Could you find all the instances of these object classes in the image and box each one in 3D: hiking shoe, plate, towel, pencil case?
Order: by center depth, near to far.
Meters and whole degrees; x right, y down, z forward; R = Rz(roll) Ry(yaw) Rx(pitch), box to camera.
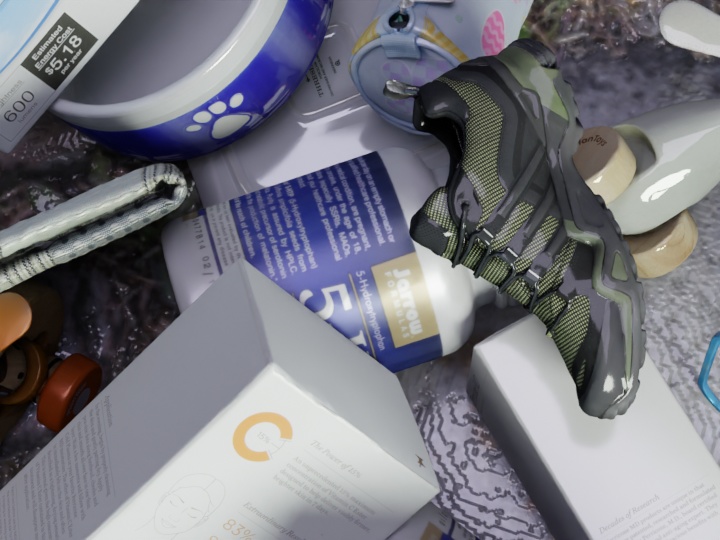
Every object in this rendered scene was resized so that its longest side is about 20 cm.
[{"bbox_3d":[0.077,-0.013,0.869,0.100,0.076,0.202,-16,76,-7],"label":"hiking shoe"},{"bbox_3d":[-0.190,-0.015,0.945,0.199,0.193,0.035,-26,98,-4],"label":"towel"},{"bbox_3d":[0.060,-0.175,0.999,0.083,0.091,0.201,-4,48,37],"label":"pencil case"},{"bbox_3d":[-0.022,-0.118,1.043,0.199,0.032,0.201,-21,73,-3],"label":"plate"}]

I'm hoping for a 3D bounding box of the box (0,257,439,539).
[{"bbox_3d":[-0.079,0.115,0.866,0.200,0.124,0.098,-43,33,14],"label":"box"}]

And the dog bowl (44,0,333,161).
[{"bbox_3d":[-0.118,-0.169,1.007,0.198,0.079,0.202,-8,69,22],"label":"dog bowl"}]

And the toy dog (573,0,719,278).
[{"bbox_3d":[0.192,-0.088,0.991,0.199,0.133,0.096,-24,35,-8],"label":"toy dog"}]

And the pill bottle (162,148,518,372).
[{"bbox_3d":[0.000,0.000,0.954,0.198,0.120,0.121,-19,74,-2],"label":"pill bottle"}]

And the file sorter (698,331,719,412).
[{"bbox_3d":[0.296,0.023,0.928,0.200,0.139,0.123,-44,73,-9],"label":"file sorter"}]

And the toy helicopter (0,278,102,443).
[{"bbox_3d":[-0.225,0.087,0.929,0.078,0.133,0.201,29,63,11],"label":"toy helicopter"}]

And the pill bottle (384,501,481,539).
[{"bbox_3d":[0.071,0.221,0.889,0.199,0.120,0.120,37,79,-1],"label":"pill bottle"}]

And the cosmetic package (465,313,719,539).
[{"bbox_3d":[0.143,0.117,0.926,0.084,0.108,0.201,-30,74,-7],"label":"cosmetic package"}]

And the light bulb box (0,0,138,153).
[{"bbox_3d":[-0.213,-0.203,0.902,0.199,0.200,0.125,-49,59,3],"label":"light bulb box"}]
